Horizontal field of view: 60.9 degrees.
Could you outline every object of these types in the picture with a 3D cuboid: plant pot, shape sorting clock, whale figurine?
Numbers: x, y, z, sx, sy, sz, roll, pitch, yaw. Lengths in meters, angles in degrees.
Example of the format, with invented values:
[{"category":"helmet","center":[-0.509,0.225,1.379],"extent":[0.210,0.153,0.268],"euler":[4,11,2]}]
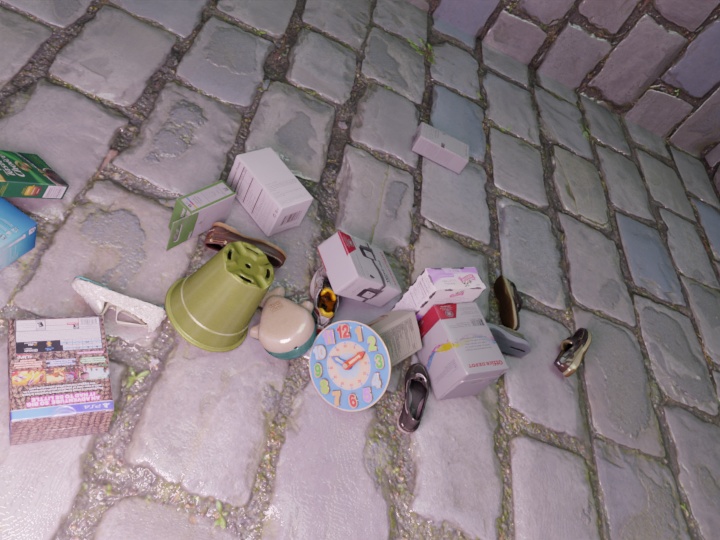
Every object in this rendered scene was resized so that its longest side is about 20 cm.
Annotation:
[{"category":"plant pot","center":[-0.281,0.041,1.304],"extent":[0.200,0.190,0.200],"euler":[30,36,-24]},{"category":"shape sorting clock","center":[-0.026,0.209,1.344],"extent":[0.200,0.200,0.039],"euler":[54,18,20]},{"category":"whale figurine","center":[-0.176,0.122,1.404],"extent":[0.159,0.104,0.200],"euler":[-27,42,-10]}]

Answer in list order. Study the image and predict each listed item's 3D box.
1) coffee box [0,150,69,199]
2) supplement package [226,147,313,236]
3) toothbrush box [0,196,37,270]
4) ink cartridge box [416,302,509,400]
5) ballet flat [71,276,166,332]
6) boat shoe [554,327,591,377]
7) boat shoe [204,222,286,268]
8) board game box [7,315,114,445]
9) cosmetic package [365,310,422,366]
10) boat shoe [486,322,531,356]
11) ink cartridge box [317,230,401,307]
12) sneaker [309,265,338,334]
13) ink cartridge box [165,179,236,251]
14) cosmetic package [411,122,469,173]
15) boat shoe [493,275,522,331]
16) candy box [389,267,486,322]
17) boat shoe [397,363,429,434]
[{"category":"coffee box","center":[-0.738,-0.206,1.305],"extent":[0.123,0.044,0.200],"euler":[41,14,10]},{"category":"supplement package","center":[-0.244,-0.211,1.626],"extent":[0.117,0.117,0.200],"euler":[-25,69,-42]},{"category":"toothbrush box","center":[-0.767,-0.060,1.196],"extent":[0.146,0.085,0.200],"euler":[35,42,-1]},{"category":"ink cartridge box","center":[0.244,0.203,1.544],"extent":[0.145,0.145,0.200],"euler":[0,53,-32]},{"category":"ballet flat","center":[-0.503,0.074,1.260],"extent":[0.200,0.072,0.072],"euler":[22,45,-13]},{"category":"boat shoe","center":[0.624,0.226,1.800],"extent":[0.065,0.073,0.200],"euler":[41,44,2]},{"category":"boat shoe","center":[-0.283,-0.047,1.498],"extent":[0.200,0.070,0.070],"euler":[21,49,-5]},{"category":"board game box","center":[-0.544,0.192,1.105],"extent":[0.159,0.097,0.200],"euler":[0,53,-31]},{"category":"cosmetic package","center":[0.047,0.176,1.463],"extent":[0.200,0.087,0.104],"euler":[-22,103,-42]},{"category":"boat shoe","center":[0.388,0.186,1.715],"extent":[0.200,0.072,0.062],"euler":[24,26,-23]},{"category":"ink cartridge box","center":[0.000,0.000,1.562],"extent":[0.200,0.083,0.145],"euler":[19,40,-51]},{"category":"sneaker","center":[-0.080,0.060,1.516],"extent":[0.078,0.082,0.200],"euler":[18,45,-17]},{"category":"ink cartridge box","center":[-0.400,-0.136,1.474],"extent":[0.059,0.104,0.200],"euler":[43,44,10]},{"category":"cosmetic package","center":[0.287,-0.437,2.183],"extent":[0.200,0.074,0.102],"euler":[22,45,-12]},{"category":"boat shoe","center":[0.450,0.097,1.816],"extent":[0.065,0.073,0.200],"euler":[12,47,-15]},{"category":"candy box","center":[0.197,0.077,1.585],"extent":[0.167,0.200,0.072],"euler":[-1,54,-33]},{"category":"boat shoe","center":[0.136,0.296,1.461],"extent":[0.067,0.057,0.200],"euler":[27,44,-8]}]
